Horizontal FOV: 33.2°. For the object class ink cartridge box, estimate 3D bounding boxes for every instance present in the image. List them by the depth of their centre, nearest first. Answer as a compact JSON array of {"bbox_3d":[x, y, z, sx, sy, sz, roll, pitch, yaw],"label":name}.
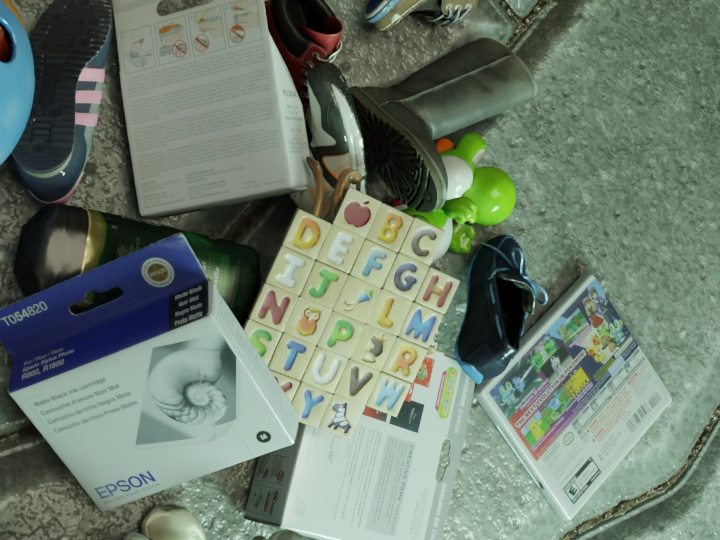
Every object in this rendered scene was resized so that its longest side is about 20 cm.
[{"bbox_3d":[-0.180,0.090,0.985,0.201,0.198,0.041,60,19,-26],"label":"ink cartridge box"},{"bbox_3d":[-0.133,-0.157,1.064,0.047,0.159,0.202,-5,87,-65],"label":"ink cartridge box"},{"bbox_3d":[0.004,0.162,1.150,0.174,0.084,0.202,22,75,-27],"label":"ink cartridge box"}]

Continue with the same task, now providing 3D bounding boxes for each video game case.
[{"bbox_3d":[0.235,0.136,1.317,0.200,0.023,0.183,-42,106,-24],"label":"video game case"}]

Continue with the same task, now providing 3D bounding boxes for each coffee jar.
[{"bbox_3d":[-0.193,0.000,1.043,0.198,0.104,0.086,12,84,-28],"label":"coffee jar"}]

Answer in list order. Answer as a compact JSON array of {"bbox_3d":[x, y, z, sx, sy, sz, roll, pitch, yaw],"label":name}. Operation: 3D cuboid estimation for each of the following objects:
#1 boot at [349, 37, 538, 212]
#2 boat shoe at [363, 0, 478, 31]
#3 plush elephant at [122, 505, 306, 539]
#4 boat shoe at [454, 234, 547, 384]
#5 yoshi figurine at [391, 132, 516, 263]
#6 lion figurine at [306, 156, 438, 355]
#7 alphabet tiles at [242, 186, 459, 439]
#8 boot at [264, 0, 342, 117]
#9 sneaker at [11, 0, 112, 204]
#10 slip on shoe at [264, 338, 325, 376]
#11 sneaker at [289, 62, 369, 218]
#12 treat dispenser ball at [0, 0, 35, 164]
[{"bbox_3d":[0.096,-0.151,1.205,0.199,0.073,0.182,-17,57,-31],"label":"boot"},{"bbox_3d":[0.089,-0.293,1.243,0.200,0.072,0.073,-41,106,-25],"label":"boat shoe"},{"bbox_3d":[-0.159,0.275,1.021,0.154,0.200,0.165,36,54,2],"label":"plush elephant"},{"bbox_3d":[0.150,0.034,1.210,0.084,0.068,0.201,40,38,-24],"label":"boat shoe"},{"bbox_3d":[0.091,-0.046,1.212,0.112,0.112,0.201,49,62,-34],"label":"yoshi figurine"},{"bbox_3d":[0.000,0.000,1.065,0.199,0.072,0.123,35,76,-29],"label":"lion figurine"},{"bbox_3d":[-0.010,0.039,1.030,0.165,0.006,0.202,23,94,-23],"label":"alphabet tiles"},{"bbox_3d":[-0.039,-0.164,1.121,0.072,0.144,0.201,-40,107,-28],"label":"boot"},{"bbox_3d":[-0.258,-0.149,1.050,0.069,0.082,0.202,9,60,1],"label":"sneaker"},{"bbox_3d":[-0.115,0.087,1.069,0.199,0.076,0.061,-29,77,7],"label":"slip on shoe"},{"bbox_3d":[-0.034,-0.097,1.097,0.079,0.074,0.201,-9,134,-2],"label":"sneaker"},{"bbox_3d":[-0.349,-0.150,0.914,0.199,0.200,0.203,3,84,-29],"label":"treat dispenser ball"}]
